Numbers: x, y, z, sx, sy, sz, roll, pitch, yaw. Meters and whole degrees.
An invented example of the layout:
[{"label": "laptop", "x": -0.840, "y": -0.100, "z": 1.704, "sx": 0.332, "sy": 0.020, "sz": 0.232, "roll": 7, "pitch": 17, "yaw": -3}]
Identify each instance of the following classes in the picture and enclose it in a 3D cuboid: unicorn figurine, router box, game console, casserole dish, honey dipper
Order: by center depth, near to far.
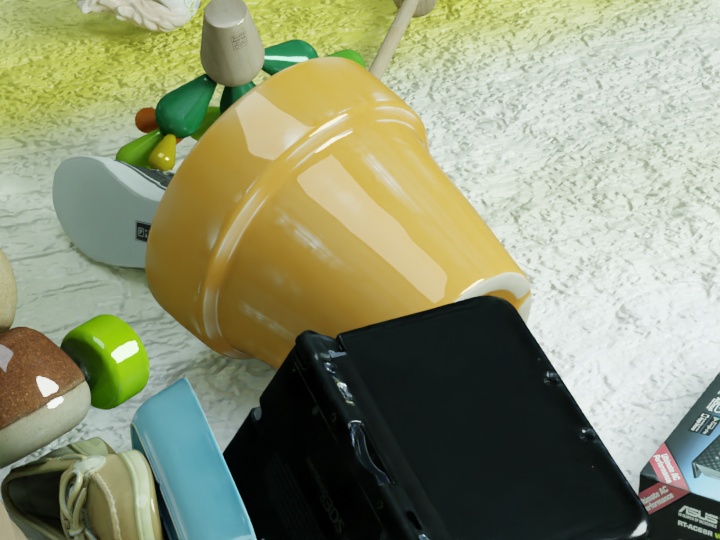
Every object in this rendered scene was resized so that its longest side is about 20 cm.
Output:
[{"label": "game console", "x": 0.031, "y": 0.127, "z": 1.247, "sx": 0.116, "sy": 0.176, "sz": 0.200, "roll": 15, "pitch": 30, "yaw": -36}, {"label": "casserole dish", "x": -0.090, "y": 0.147, "z": 1.268, "sx": 0.039, "sy": 0.121, "sz": 0.200, "roll": -12, "pitch": 37, "yaw": -13}, {"label": "router box", "x": 0.269, "y": 0.107, "z": 1.326, "sx": 0.150, "sy": 0.062, "sz": 0.200, "roll": 17, "pitch": 41, "yaw": 28}, {"label": "honey dipper", "x": 0.028, "y": -0.187, "z": 1.812, "sx": 0.038, "sy": 0.038, "sz": 0.200, "roll": 5, "pitch": 38, "yaw": 16}, {"label": "unicorn figurine", "x": -0.152, "y": -0.254, "z": 1.917, "sx": 0.137, "sy": 0.074, "sz": 0.200, "roll": 12, "pitch": 52, "yaw": 9}]

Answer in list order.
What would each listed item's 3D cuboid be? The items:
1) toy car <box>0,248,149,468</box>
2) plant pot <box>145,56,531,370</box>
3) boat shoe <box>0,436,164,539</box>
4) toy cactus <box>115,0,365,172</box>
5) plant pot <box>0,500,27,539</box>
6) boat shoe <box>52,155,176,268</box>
[{"label": "toy car", "x": -0.255, "y": 0.028, "z": 1.369, "sx": 0.164, "sy": 0.200, "sz": 0.158, "roll": -31, "pitch": 5, "yaw": -40}, {"label": "plant pot", "x": 0.000, "y": 0.000, "z": 1.430, "sx": 0.200, "sy": 0.200, "sz": 0.183, "roll": -32, "pitch": 58, "yaw": -32}, {"label": "boat shoe", "x": -0.155, "y": 0.135, "z": 1.295, "sx": 0.063, "sy": 0.073, "sz": 0.201, "roll": -12, "pitch": 11, "yaw": -17}, {"label": "toy cactus", "x": -0.088, "y": -0.123, "z": 1.637, "sx": 0.200, "sy": 0.165, "sz": 0.102, "roll": -16, "pitch": 56, "yaw": -6}, {"label": "plant pot", "x": -0.211, "y": 0.205, "z": 1.192, "sx": 0.093, "sy": 0.201, "sz": 0.201, "roll": 18, "pitch": 19, "yaw": -36}, {"label": "boat shoe", "x": -0.134, "y": -0.033, "z": 1.594, "sx": 0.200, "sy": 0.071, "sz": 0.064, "roll": 22, "pitch": 21, "yaw": 39}]
